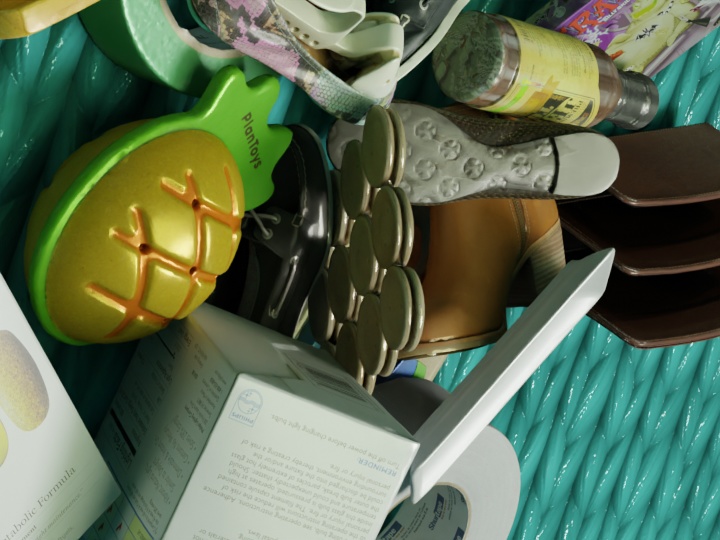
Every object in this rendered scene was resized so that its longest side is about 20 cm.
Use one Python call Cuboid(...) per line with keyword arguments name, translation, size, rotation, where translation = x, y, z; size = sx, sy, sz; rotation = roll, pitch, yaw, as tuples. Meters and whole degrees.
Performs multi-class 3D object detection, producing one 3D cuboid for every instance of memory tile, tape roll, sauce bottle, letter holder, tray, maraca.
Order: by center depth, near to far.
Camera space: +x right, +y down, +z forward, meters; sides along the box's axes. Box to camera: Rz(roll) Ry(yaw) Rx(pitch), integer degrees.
Cuboid(name="maraca", translation=(-0.115, -0.037, 1.347), size=(0.200, 0.107, 0.137), rotation=(-42, 149, -22))
Cuboid(name="tape roll", translation=(-0.082, -0.203, 1.359), size=(0.200, 0.048, 0.201), rotation=(-26, 126, -42))
Cuboid(name="memory tile", translation=(0.000, 0.000, 1.431), size=(0.017, 0.200, 0.154), rotation=(-1, 71, -18))
Cuboid(name="tray", translation=(0.094, 0.066, 1.525), size=(0.200, 0.022, 0.107), rotation=(-48, 169, -11))
Cuboid(name="sauce bottle", translation=(0.133, -0.130, 1.567), size=(0.200, 0.065, 0.065), rotation=(8, 102, -47))
Cuboid(name="tape roll", translation=(0.018, 0.176, 1.620), size=(0.200, 0.066, 0.201), rotation=(-25, 133, -30))
Cuboid(name="letter holder", translation=(0.236, -0.026, 1.732), size=(0.200, 0.142, 0.101), rotation=(-11, 131, -47))

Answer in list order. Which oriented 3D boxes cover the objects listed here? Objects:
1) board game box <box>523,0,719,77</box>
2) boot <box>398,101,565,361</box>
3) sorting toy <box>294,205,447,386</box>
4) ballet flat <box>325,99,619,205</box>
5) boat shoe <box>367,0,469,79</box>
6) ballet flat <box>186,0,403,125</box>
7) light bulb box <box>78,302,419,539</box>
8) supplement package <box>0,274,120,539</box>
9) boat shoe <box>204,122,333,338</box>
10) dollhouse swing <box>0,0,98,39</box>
Cuboid(name="board game box", translation=(0.187, -0.175, 1.627), size=(0.200, 0.032, 0.120), rotation=(-38, 140, 16))
Cuboid(name="boot", translation=(0.061, -0.031, 1.550), size=(0.200, 0.073, 0.155), rotation=(-31, 109, -52))
Cuboid(name="sorting toy", translation=(0.018, 0.032, 1.602), size=(0.185, 0.036, 0.200), rotation=(37, 78, -51))
Cuboid(name="ballet flat", translation=(0.072, -0.077, 1.514), size=(0.199, 0.046, 0.068), rotation=(2, 101, -15))
Cuboid(name="boat shoe", translation=(0.035, -0.186, 1.495), size=(0.199, 0.074, 0.066), rotation=(-45, 110, -11))
Cuboid(name="ballet flat", translation=(-0.020, -0.139, 1.361), size=(0.200, 0.071, 0.069), rotation=(28, 51, -51))
Cuboid(name="light bulb box", translation=(-0.085, 0.142, 1.368), size=(0.124, 0.198, 0.201), rotation=(23, 97, -21))
Cuboid(name="supplement package", translation=(-0.235, 0.078, 1.263), size=(0.114, 0.109, 0.200), rotation=(-47, 138, -25))
Cuboid(name="boat shoe", translation=(-0.066, 0.006, 1.465), size=(0.057, 0.067, 0.201), rotation=(-11, 120, -52))
Cuboid(name="dollhouse swing", translation=(-0.142, -0.224, 1.153), size=(0.182, 0.175, 0.201), rotation=(-34, 124, -36))
